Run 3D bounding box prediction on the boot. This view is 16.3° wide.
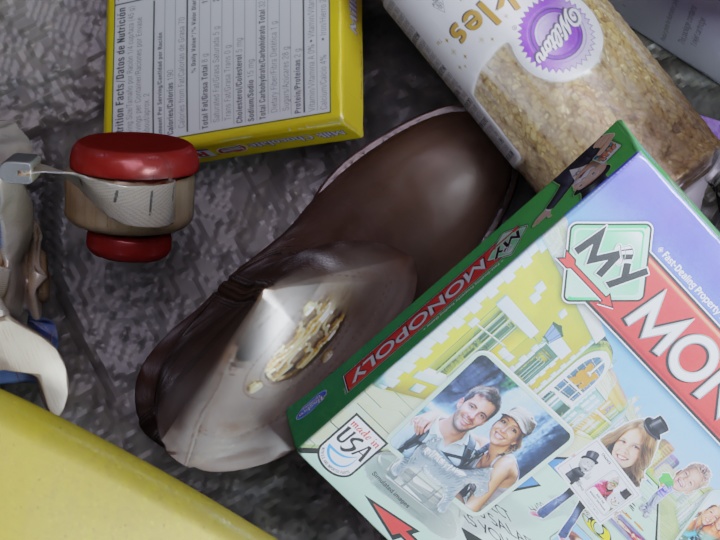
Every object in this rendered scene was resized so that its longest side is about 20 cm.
[{"bbox_3d":[0.000,0.000,0.849,0.186,0.200,0.064,-44,91,-9],"label":"boot"}]

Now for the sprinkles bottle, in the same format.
[{"bbox_3d":[0.063,-0.077,0.901,0.068,0.068,0.200,-38,84,-11],"label":"sprinkles bottle"}]

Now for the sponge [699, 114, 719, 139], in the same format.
[{"bbox_3d":[0.158,0.009,0.939,0.199,0.030,0.112,17,74,5],"label":"sponge"}]

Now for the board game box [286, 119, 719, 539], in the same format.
[{"bbox_3d":[0.092,0.069,0.769,0.134,0.029,0.200,-41,112,10],"label":"board game box"}]

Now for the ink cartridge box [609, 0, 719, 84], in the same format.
[{"bbox_3d":[0.120,-0.180,0.969,0.200,0.086,0.147,34,76,11],"label":"ink cartridge box"}]

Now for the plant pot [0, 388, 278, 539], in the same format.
[{"bbox_3d":[-0.075,0.174,0.812,0.175,0.200,0.201,18,73,-6],"label":"plant pot"}]

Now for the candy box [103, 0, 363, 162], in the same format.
[{"bbox_3d":[-0.048,-0.140,0.970,0.102,0.026,0.201,-8,71,24],"label":"candy box"}]

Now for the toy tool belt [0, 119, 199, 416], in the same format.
[{"bbox_3d":[-0.158,0.009,0.908,0.199,0.125,0.124,3,104,4],"label":"toy tool belt"}]

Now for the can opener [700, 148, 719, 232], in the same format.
[{"bbox_3d":[0.170,-0.069,0.858,0.067,0.053,0.200,33,68,1],"label":"can opener"}]
